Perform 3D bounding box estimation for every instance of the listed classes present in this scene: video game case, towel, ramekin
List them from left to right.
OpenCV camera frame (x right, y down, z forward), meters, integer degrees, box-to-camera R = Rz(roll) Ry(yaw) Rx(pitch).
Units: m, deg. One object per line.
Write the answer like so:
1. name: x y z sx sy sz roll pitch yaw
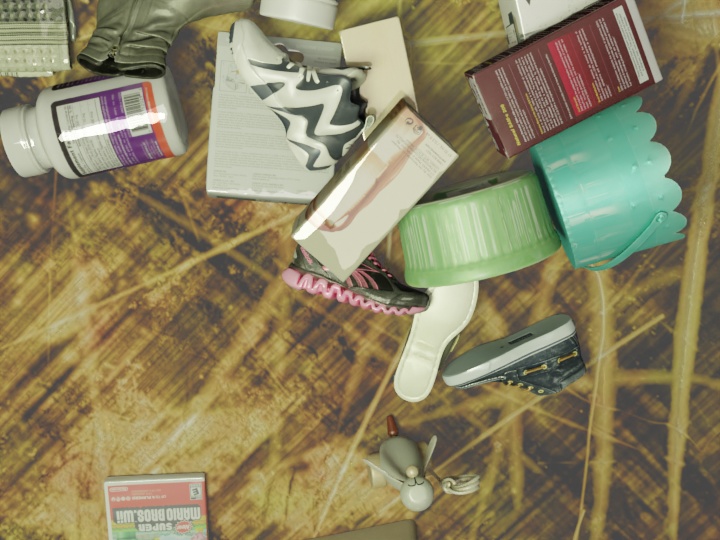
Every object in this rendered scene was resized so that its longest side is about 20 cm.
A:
1. towel: -0.441 -0.328 0.957 0.198 0.035 0.195 -1 103 -3
2. video game case: -0.292 0.390 1.177 0.141 0.017 0.202 -1 106 -6
3. ramekin: 0.140 -0.056 1.004 0.198 0.200 0.099 -15 99 -1

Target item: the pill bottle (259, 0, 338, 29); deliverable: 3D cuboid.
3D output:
1. pill bottle: -0.055 -0.387 0.926 0.118 0.120 0.202 9 104 -8

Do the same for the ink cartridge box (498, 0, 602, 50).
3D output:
1. ink cartridge box: 0.253 -0.318 0.994 0.145 0.084 0.202 -18 107 1

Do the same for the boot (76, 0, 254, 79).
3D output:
1. boot: -0.219 -0.275 0.929 0.198 0.068 0.132 0 68 10

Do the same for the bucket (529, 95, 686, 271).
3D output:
1. bucket: 0.299 -0.105 1.003 0.134 0.207 0.209 -20 107 10

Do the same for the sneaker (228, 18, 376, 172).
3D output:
1. sneaker: -0.056 -0.228 0.947 0.129 0.079 0.200 -29 94 20

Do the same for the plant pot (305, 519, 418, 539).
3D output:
1. plant pot: 0.008 0.510 1.158 0.198 0.177 0.202 -10 107 -2

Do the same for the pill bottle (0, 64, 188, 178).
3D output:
1. pill bottle: -0.315 -0.173 0.966 0.198 0.112 0.112 -12 107 -2

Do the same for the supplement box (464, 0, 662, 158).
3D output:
1. supplement box: 0.234 -0.227 0.944 0.199 0.061 0.110 -26 106 4

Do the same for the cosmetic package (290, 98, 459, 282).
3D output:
1. cosmetic package: 0.015 -0.097 0.958 0.087 0.103 0.200 40 102 -12

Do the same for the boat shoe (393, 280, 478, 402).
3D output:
1. boat shoe: 0.102 0.080 1.106 0.072 0.060 0.203 24 102 3

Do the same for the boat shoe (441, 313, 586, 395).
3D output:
1. boat shoe: 0.218 0.141 1.127 0.199 0.071 0.092 -22 103 -1

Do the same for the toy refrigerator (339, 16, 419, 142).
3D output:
1. toy refrigerator: 0.033 -0.208 1.014 0.075 0.070 0.202 -13 106 5

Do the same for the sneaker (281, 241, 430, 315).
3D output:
1. sneaker: 0.000 0.000 1.057 0.198 0.079 0.096 17 88 5

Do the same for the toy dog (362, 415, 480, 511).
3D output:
1. toy dog: 0.061 0.254 1.101 0.131 0.200 0.097 -14 90 -27

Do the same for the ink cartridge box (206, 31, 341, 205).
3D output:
1. ink cartridge box: -0.108 -0.188 1.027 0.161 0.057 0.202 4 85 -6
